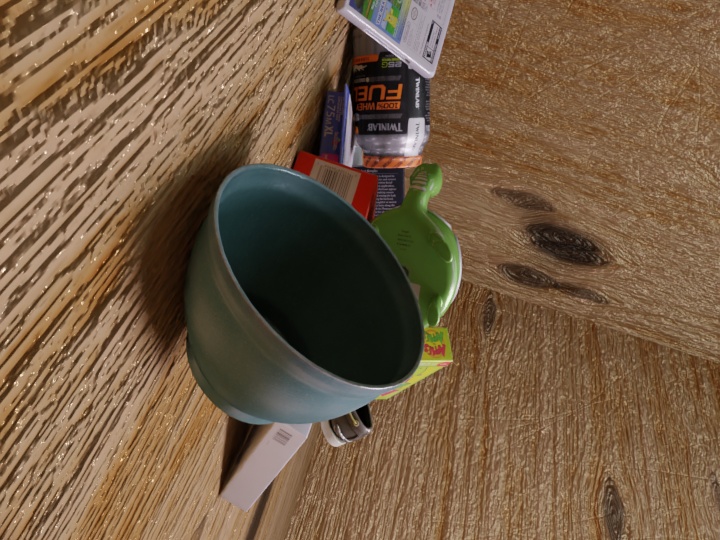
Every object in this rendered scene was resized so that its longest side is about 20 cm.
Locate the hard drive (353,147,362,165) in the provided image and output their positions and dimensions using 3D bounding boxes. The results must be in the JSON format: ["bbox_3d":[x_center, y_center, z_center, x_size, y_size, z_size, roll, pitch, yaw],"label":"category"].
[{"bbox_3d":[-0.026,-0.195,1.075,0.200,0.025,0.137,81,25,-80],"label":"hard drive"}]

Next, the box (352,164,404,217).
[{"bbox_3d":[0.035,-0.090,1.044,0.148,0.103,0.209,20,70,-86],"label":"box"}]

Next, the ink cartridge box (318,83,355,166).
[{"bbox_3d":[-0.034,-0.178,0.788,0.200,0.040,0.125,89,7,-86],"label":"ink cartridge box"}]

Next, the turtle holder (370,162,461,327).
[{"bbox_3d":[0.060,-0.026,0.683,0.131,0.137,0.192,-31,103,-67],"label":"turtle holder"}]

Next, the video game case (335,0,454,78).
[{"bbox_3d":[0.063,-0.394,0.705,0.179,0.022,0.207,17,89,-42],"label":"video game case"}]

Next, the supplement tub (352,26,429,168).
[{"bbox_3d":[0.048,-0.265,0.814,0.123,0.117,0.208,-61,149,-74],"label":"supplement tub"}]

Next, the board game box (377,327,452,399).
[{"bbox_3d":[0.038,0.139,0.774,0.200,0.098,0.049,132,-45,-53],"label":"board game box"}]

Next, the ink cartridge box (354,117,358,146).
[{"bbox_3d":[0.046,-0.330,0.983,0.202,0.081,0.151,-68,161,-56],"label":"ink cartridge box"}]

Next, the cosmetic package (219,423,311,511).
[{"bbox_3d":[-0.117,0.221,0.760,0.202,0.051,0.153,-54,-170,33],"label":"cosmetic package"}]

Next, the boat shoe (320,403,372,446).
[{"bbox_3d":[-0.027,0.124,0.719,0.072,0.059,0.209,26,48,-56],"label":"boat shoe"}]

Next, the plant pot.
[{"bbox_3d":[-0.061,0.038,0.433,0.134,0.199,0.202,-44,-168,29],"label":"plant pot"}]

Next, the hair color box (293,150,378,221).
[{"bbox_3d":[-0.037,-0.074,0.742,0.201,0.107,0.066,92,17,-73],"label":"hair color box"}]
